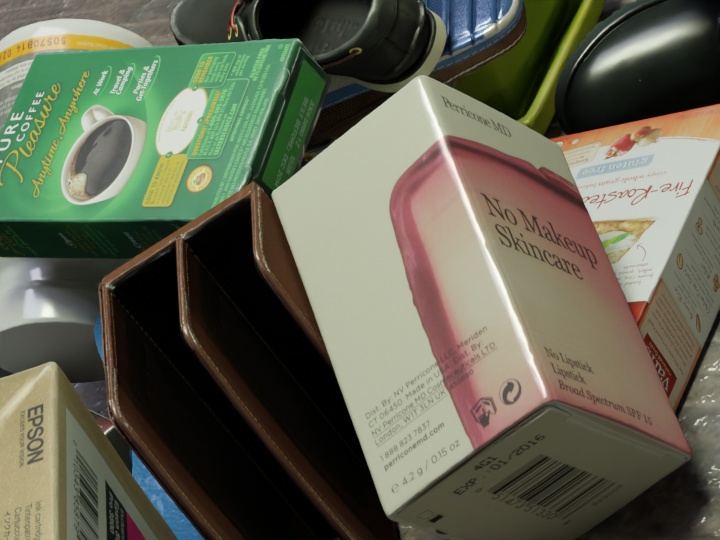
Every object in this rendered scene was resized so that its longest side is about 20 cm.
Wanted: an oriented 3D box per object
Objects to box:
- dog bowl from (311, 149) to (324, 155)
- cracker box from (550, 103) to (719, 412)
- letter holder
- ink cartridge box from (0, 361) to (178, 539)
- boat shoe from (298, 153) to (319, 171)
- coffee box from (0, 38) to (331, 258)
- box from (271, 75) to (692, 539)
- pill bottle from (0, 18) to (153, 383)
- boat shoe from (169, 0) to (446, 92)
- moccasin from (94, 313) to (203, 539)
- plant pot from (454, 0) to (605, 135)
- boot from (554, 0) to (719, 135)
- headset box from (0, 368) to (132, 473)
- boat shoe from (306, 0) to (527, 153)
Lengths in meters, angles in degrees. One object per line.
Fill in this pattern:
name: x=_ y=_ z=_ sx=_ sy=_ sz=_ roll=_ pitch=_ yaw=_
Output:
dog bowl: x=0.000 y=0.000 z=1.594 sx=0.199 sy=0.079 sz=0.201 roll=-26 pitch=30 yaw=16
cracker box: x=0.133 y=0.000 z=1.472 sx=0.133 sy=0.058 sz=0.201 roll=-11 pitch=37 yaw=38
letter holder: x=-0.034 y=0.084 z=1.365 sx=0.100 sy=0.200 sz=0.142 roll=-31 pitch=28 yaw=12
ink cartridge box: x=-0.148 y=0.175 z=1.353 sx=0.075 sy=0.165 sz=0.201 roll=-20 pitch=43 yaw=12
boat shoe: x=-0.034 y=-0.029 z=1.517 sx=0.059 sy=0.072 sz=0.200 roll=-34 pitch=33 yaw=7
coffee box: x=-0.121 y=-0.067 z=1.521 sx=0.199 sy=0.044 sz=0.124 roll=-1 pitch=58 yaw=35
box: x=0.059 y=0.026 z=1.340 sx=0.109 sy=0.128 sz=0.201 roll=-37 pitch=55 yaw=25
pill bottle: x=-0.176 y=-0.042 z=1.650 sx=0.116 sy=0.116 sz=0.201 roll=-16 pitch=60 yaw=31
boat shoe: x=-0.042 y=-0.145 z=1.555 sx=0.201 sy=0.063 sz=0.074 roll=10 pitch=75 yaw=45
moccasin: x=-0.089 y=0.097 z=1.527 sx=0.080 sy=0.068 sz=0.201 roll=-25 pitch=57 yaw=13
plant pot: x=0.036 y=-0.173 z=1.714 sx=0.199 sy=0.182 sz=0.200 roll=-13 pitch=34 yaw=36
boot: x=0.221 y=-0.120 z=1.547 sx=0.198 sy=0.074 sz=0.162 roll=-32 pitch=25 yaw=-7
headset box: x=-0.210 y=0.147 z=1.597 sx=0.149 sy=0.075 sz=0.200 roll=-45 pitch=29 yaw=-18
boat shoe: x=0.020 y=-0.120 z=1.585 sx=0.199 sy=0.072 sz=0.073 roll=-15 pitch=51 yaw=32
